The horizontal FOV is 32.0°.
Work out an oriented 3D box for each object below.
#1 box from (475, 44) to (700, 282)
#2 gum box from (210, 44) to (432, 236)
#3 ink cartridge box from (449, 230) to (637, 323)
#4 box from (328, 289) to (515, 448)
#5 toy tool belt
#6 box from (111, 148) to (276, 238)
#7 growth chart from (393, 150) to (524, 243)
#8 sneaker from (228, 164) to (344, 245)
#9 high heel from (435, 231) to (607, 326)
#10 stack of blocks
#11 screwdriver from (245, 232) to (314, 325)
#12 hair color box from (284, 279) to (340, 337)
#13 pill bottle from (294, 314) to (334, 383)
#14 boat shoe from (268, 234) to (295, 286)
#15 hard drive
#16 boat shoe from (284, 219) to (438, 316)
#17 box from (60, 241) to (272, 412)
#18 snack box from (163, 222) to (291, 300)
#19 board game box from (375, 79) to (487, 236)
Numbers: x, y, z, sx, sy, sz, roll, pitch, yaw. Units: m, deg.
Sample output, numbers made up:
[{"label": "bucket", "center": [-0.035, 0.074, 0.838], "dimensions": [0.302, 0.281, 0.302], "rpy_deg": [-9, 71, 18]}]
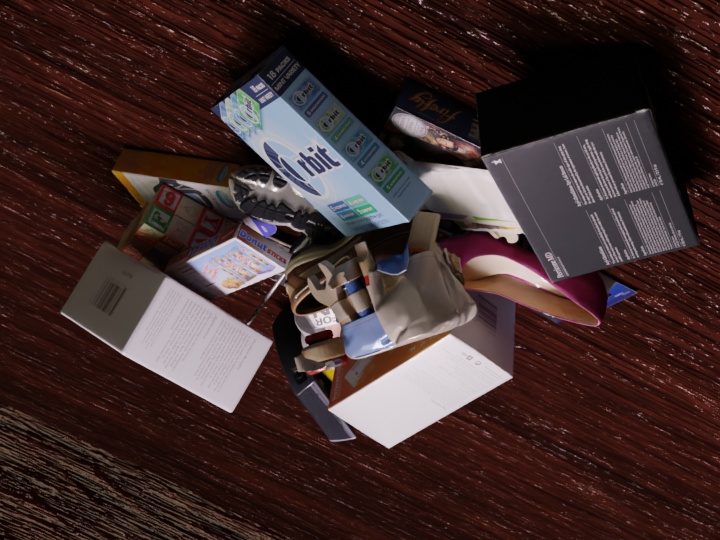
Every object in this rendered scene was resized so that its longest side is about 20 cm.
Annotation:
[{"label": "box", "center": [0.198, -0.086, 1.085], "dimensions": [0.141, 0.079, 0.200], "rpy_deg": [-17, 142, 17]}, {"label": "gum box", "center": [-0.042, -0.122, 1.247], "dimensions": [0.200, 0.045, 0.170], "rpy_deg": [42, 163, -13]}, {"label": "ink cartridge box", "center": [0.197, 0.006, 1.395], "dimensions": [0.200, 0.039, 0.099], "rpy_deg": [26, 156, -10]}, {"label": "box", "center": [0.069, 0.092, 1.411], "dimensions": [0.097, 0.125, 0.200], "rpy_deg": [35, 130, -25]}, {"label": "toy tool belt", "center": [0.012, 0.023, 1.286], "dimensions": [0.200, 0.123, 0.125], "rpy_deg": [-21, 175, 29]}, {"label": "box", "center": [-0.194, -0.093, 1.545], "dimensions": [0.200, 0.042, 0.119], "rpy_deg": [8, 153, 26]}, {"label": "growth chart", "center": [0.115, -0.071, 1.238], "dimensions": [0.200, 0.018, 0.145], "rpy_deg": [11, 155, 26]}, {"label": "sneaker", "center": [-0.056, -0.075, 1.437], "dimensions": [0.200, 0.078, 0.080], "rpy_deg": [24, -173, -14]}, {"label": "high heel", "center": [0.153, 0.017, 1.296], "dimensions": [0.200, 0.096, 0.067], "rpy_deg": [5, 135, -3]}, {"label": "stack of blocks", "center": [-0.237, -0.030, 1.597], "dimensions": [0.115, 0.059, 0.200], "rpy_deg": [29, 157, -15]}, {"label": "screwdriver", "center": [-0.103, 0.014, 1.572], "dimensions": [0.028, 0.029, 0.200], "rpy_deg": [42, 117, 5]}, {"label": "hair color box", "center": [0.001, 0.062, 1.537], "dimensions": [0.100, 0.061, 0.200], "rpy_deg": [-17, 121, 26]}, {"label": "pill bottle", "center": [-0.014, 0.099, 1.701], "dimensions": [0.111, 0.111, 0.200], "rpy_deg": [9, 154, 30]}, {"label": "boat shoe", "center": [-0.063, 0.002, 1.611], "dimensions": [0.200, 0.067, 0.057], "rpy_deg": [25, 180, 8]}, {"label": "hard drive", "center": [-0.070, 0.148, 1.771], "dimensions": [0.135, 0.042, 0.200], "rpy_deg": [56, -176, -33]}, {"label": "boat shoe", "center": [0.000, 0.000, 1.376], "dimensions": [0.200, 0.074, 0.076], "rpy_deg": [-24, 141, 35]}, {"label": "box", "center": [-0.237, 0.070, 1.549], "dimensions": [0.152, 0.106, 0.200], "rpy_deg": [24, 171, 44]}, {"label": "snack box", "center": [-0.159, -0.007, 1.469], "dimensions": [0.072, 0.024, 0.200], "rpy_deg": [34, 153, -21]}, {"label": "board game box", "center": [0.075, -0.106, 1.267], "dimensions": [0.135, 0.035, 0.200], "rpy_deg": [25, 157, -4]}]
